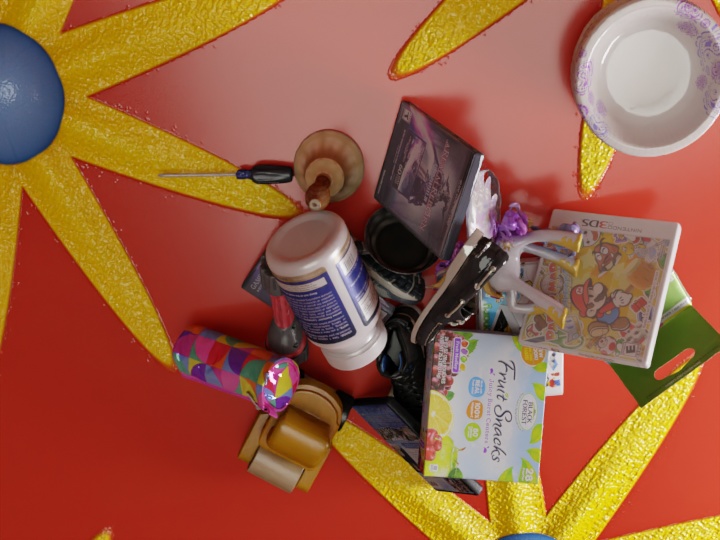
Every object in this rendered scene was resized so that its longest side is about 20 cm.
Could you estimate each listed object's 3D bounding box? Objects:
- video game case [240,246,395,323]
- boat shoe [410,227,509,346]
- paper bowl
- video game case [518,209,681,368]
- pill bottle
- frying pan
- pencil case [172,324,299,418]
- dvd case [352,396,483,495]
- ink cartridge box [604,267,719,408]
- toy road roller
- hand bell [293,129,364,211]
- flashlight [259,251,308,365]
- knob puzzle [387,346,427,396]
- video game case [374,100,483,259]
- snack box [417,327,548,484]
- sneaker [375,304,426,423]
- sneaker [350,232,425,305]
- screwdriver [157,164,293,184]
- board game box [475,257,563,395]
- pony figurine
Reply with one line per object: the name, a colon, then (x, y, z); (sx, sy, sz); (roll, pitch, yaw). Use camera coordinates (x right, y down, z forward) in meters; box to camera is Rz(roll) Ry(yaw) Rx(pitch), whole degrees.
video game case: (-0.064, 0.038, 1.512); (0.198, 0.019, 0.143); (34, 138, -6)
boat shoe: (0.127, 0.035, 1.358); (0.060, 0.074, 0.202); (35, 125, 8)
paper bowl: (0.373, -0.259, 1.365); (0.196, 0.105, 0.205); (1, 110, 3)
video game case: (0.321, 0.019, 1.409); (0.179, 0.023, 0.203); (8, 71, 31)
pill bottle: (-0.039, 0.030, 1.392); (0.114, 0.117, 0.202); (-18, 127, 10)
frying pan: (0.031, -0.024, 1.458); (0.188, 0.031, 0.115); (-31, 68, -22)
pencil case: (-0.182, 0.142, 1.513); (0.197, 0.088, 0.090); (17, 115, 35)
dvd case: (0.082, 0.261, 1.561); (0.200, 0.142, 0.018); (46, 68, -11)
ink cartridge box: (0.378, 0.064, 1.413); (0.147, 0.201, 0.076); (-37, 122, 7)
toy road roller: (-0.101, 0.252, 1.557); (0.121, 0.146, 0.202); (27, 109, -5)
hand bell: (-0.051, -0.113, 1.397); (0.102, 0.201, 0.106); (1, 110, 3)
flashlight: (-0.111, 0.059, 1.488); (0.068, 0.068, 0.202); (40, 151, 30)
knob puzzle: (0.137, 0.192, 1.580); (0.215, 0.031, 0.224); (1, 110, 4)
video game case: (0.086, -0.123, 1.387); (0.019, 0.200, 0.145); (5, 114, -29)
snack box: (0.171, 0.187, 1.464); (0.165, 0.068, 0.205); (6, 91, -5)
sneaker: (0.061, 0.160, 1.513); (0.072, 0.112, 0.204); (-6, 101, 22)
sneaker: (0.000, 0.000, 1.508); (0.197, 0.078, 0.087); (28, 131, 3)
screwdriver: (-0.193, -0.135, 1.487); (0.195, 0.029, 0.028); (-2, 110, -1)
board game box: (0.230, 0.084, 1.515); (0.123, 0.035, 0.204); (-3, 104, -4)
pony figurine: (0.194, -0.031, 1.399); (0.196, 0.166, 0.197); (13, 97, 17)
